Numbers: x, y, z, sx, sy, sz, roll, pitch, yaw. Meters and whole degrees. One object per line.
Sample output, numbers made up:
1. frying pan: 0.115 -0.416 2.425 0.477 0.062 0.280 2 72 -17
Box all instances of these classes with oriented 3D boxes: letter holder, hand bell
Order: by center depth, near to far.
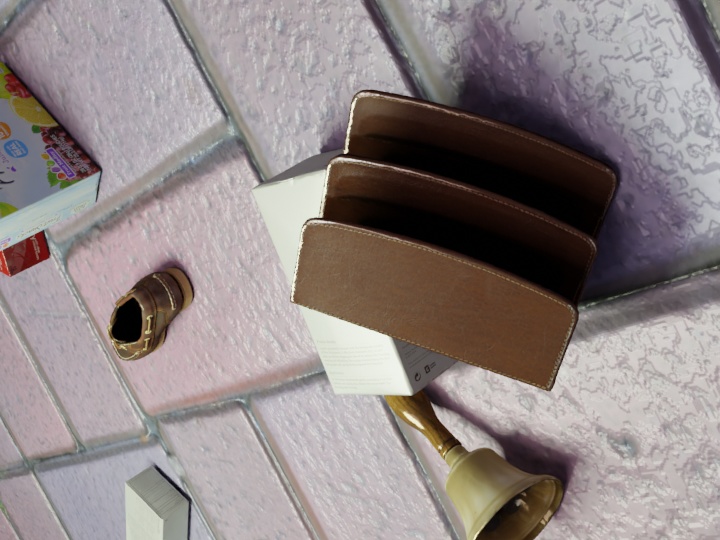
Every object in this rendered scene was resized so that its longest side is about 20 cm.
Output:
1. letter holder: 0.066 -0.027 0.788 0.198 0.101 0.143 18 130 8
2. hand bell: 0.074 0.155 0.990 0.200 0.103 0.105 45 142 36

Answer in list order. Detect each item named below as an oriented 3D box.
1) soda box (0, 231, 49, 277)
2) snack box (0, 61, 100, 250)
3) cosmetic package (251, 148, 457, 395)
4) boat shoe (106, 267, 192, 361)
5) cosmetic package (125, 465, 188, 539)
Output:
1. soda box: -0.462 -0.098 1.426 0.070 0.063 0.202 19 128 41
2. snack box: -0.425 -0.127 1.278 0.200 0.168 0.068 46 142 17
3. cosmetic package: 0.000 0.000 0.952 0.107 0.085 0.202 -4 110 49
4. boat shoe: -0.262 0.058 1.301 0.071 0.070 0.200 52 143 7
5. cosmetic package: -0.281 0.367 1.545 0.082 0.050 0.201 38 138 28
